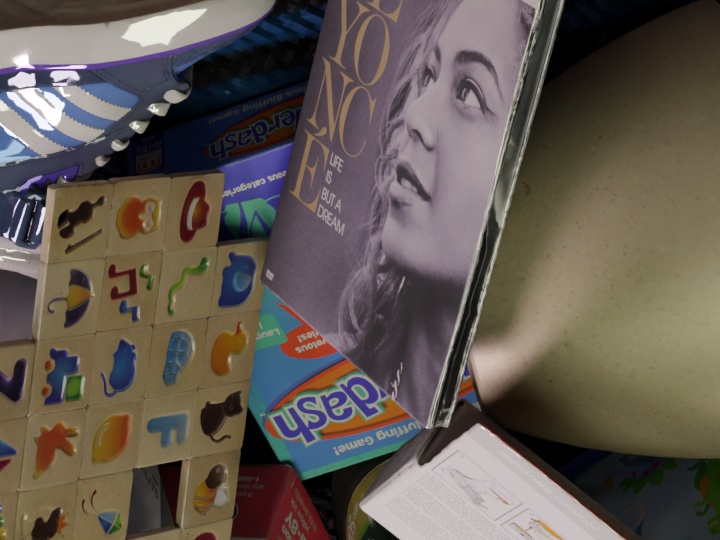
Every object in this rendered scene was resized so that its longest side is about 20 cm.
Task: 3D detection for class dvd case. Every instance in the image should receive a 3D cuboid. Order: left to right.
[{"bbox_3d":[0.018,-0.056,1.213,0.016,0.149,0.200,2,113,-33],"label":"dvd case"}]

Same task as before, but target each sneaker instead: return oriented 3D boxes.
[{"bbox_3d":[-0.117,-0.065,1.273,0.200,0.081,0.147,-13,131,7],"label":"sneaker"}]

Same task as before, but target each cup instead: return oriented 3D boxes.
[{"bbox_3d":[0.108,-0.001,1.260,0.143,0.200,0.200,-16,131,0],"label":"cup"}]

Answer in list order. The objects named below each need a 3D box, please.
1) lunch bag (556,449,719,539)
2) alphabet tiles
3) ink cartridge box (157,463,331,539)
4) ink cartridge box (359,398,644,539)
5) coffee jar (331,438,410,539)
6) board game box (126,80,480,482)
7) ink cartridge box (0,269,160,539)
[{"bbox_3d":[0.195,0.175,1.428,0.127,0.200,0.170,-37,124,10],"label":"lunch bag"},{"bbox_3d":[-0.108,0.056,1.271,0.167,0.008,0.200,-7,110,-46],"label":"alphabet tiles"},{"bbox_3d":[-0.109,0.193,1.397,0.145,0.200,0.083,-2,134,23],"label":"ink cartridge box"},{"bbox_3d":[0.108,0.129,1.235,0.200,0.044,0.174,39,157,-2],"label":"ink cartridge box"},{"bbox_3d":[0.054,0.159,1.409,0.085,0.200,0.104,-17,132,-14],"label":"coffee jar"},{"bbox_3d":[0.000,0.000,1.364,0.152,0.045,0.200,-19,130,11],"label":"board game box"},{"bbox_3d":[-0.209,0.102,1.366,0.200,0.146,0.147,-18,130,9],"label":"ink cartridge box"}]
